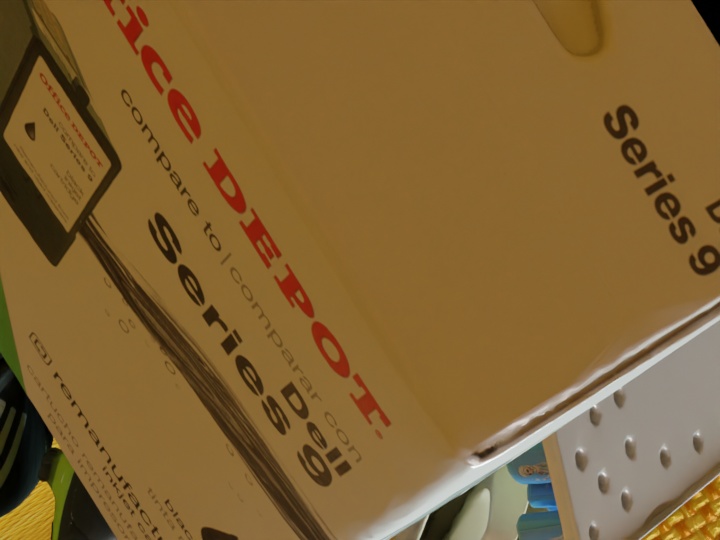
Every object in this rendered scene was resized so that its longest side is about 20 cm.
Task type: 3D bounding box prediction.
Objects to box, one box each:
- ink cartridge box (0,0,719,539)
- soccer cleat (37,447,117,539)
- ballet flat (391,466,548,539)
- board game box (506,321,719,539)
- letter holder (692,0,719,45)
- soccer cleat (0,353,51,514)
[{"bbox_3d":[-0.016,-0.021,0.562,0.084,0.146,0.200,-31,174,-22],"label":"ink cartridge box"},{"bbox_3d":[-0.049,0.049,0.847,0.068,0.081,0.201,-65,168,-76],"label":"soccer cleat"},{"bbox_3d":[0.057,0.066,0.989,0.201,0.069,0.069,-63,165,21],"label":"ballet flat"},{"bbox_3d":[0.082,-0.037,0.873,0.026,0.201,0.200,-7,-167,34],"label":"board game box"},{"bbox_3d":[0.144,-0.049,0.784,0.100,0.201,0.142,-35,176,31],"label":"letter holder"},{"bbox_3d":[-0.121,0.032,0.846,0.081,0.067,0.200,-49,174,9],"label":"soccer cleat"}]
